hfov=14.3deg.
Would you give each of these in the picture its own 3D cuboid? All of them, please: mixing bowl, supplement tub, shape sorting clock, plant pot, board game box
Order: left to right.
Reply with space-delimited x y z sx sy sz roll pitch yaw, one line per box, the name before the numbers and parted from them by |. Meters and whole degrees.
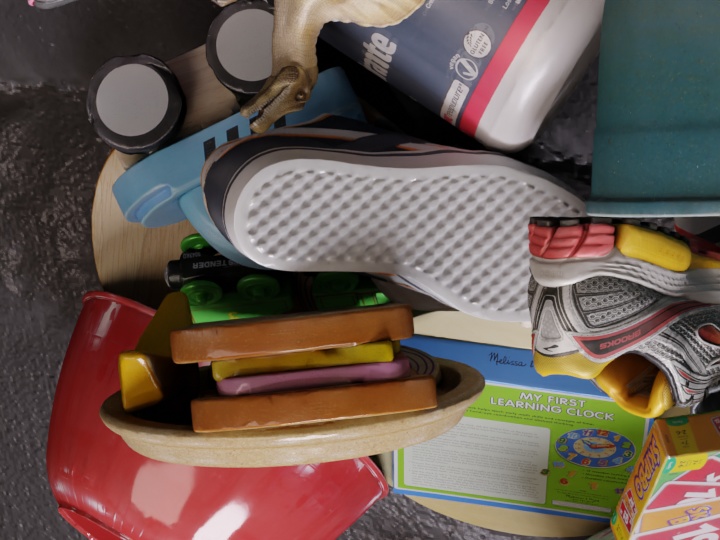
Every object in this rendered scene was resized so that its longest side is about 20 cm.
mixing bowl | -0.097 0.111 1.564 0.200 0.109 0.200 32 167 8
supplement tub | 0.029 -0.161 1.347 0.200 0.140 0.141 34 131 5
shape sorting clock | 0.087 0.078 1.517 0.199 0.039 0.200 8 145 6
plant pot | 0.193 -0.121 1.240 0.200 0.200 0.189 -1 93 30
board game box | 0.224 0.091 1.360 0.096 0.199 0.030 104 152 -54

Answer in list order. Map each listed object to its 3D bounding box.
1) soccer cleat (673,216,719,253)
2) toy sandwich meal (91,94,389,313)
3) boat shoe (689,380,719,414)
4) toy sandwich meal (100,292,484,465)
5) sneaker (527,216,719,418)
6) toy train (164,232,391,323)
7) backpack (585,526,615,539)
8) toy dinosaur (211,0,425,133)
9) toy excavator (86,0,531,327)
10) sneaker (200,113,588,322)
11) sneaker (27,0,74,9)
soccer cleat | 0.244 -0.030 1.365 0.199 0.069 0.085 9 117 25
toy sandwich meal | -0.049 -0.022 1.533 0.205 0.070 0.206 15 127 21
boat shoe | 0.255 0.051 1.410 0.199 0.068 0.074 -2 120 31
toy sandwich meal | -0.035 0.043 1.371 0.205 0.205 0.070 1 100 29
sneaker | 0.140 0.030 1.334 0.078 0.200 0.082 2 81 44
toy train | 0.000 0.000 1.470 0.199 0.042 0.056 -5 149 7
backpack | 0.180 0.201 1.483 0.200 0.176 0.154 -26 106 27
toy dinosaur | -0.005 -0.156 1.264 0.101 0.058 0.200 36 115 -13
toy excavator | -0.014 -0.036 1.414 0.194 0.100 0.200 -25 84 0
sneaker | 0.020 -0.030 1.341 0.199 0.079 0.079 12 103 -27
sneaker | -0.151 -0.194 1.398 0.095 0.200 0.079 -24 131 -1
